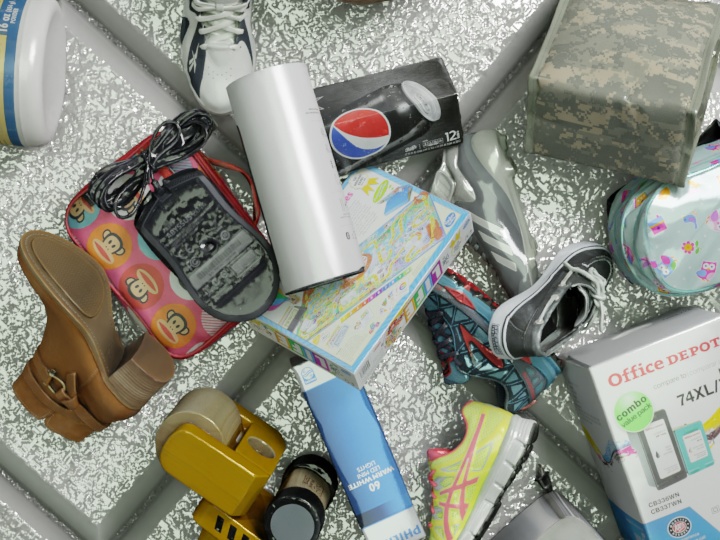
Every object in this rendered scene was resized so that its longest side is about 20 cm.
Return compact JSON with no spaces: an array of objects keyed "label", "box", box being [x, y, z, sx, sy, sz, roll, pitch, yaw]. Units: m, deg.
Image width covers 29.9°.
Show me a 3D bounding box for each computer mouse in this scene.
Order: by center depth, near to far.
[{"label":"computer mouse","box":[-0.148,-0.039,1.269,0.138,0.053,0.201,-36,84,-7]}]

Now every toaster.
[{"label":"toaster","box":[0.190,0.334,1.334,0.181,0.119,0.200,-43,93,-1]}]

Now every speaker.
[{"label":"speaker","box":[-0.059,-0.085,1.235,0.080,0.081,0.203,-16,89,-2]}]

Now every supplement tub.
[{"label":"supplement tub","box":[-0.388,-0.197,1.277,0.197,0.145,0.147,5,92,-3]}]

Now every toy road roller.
[{"label":"toy road roller","box":[-0.127,0.227,1.317,0.199,0.123,0.147,36,104,-1]}]

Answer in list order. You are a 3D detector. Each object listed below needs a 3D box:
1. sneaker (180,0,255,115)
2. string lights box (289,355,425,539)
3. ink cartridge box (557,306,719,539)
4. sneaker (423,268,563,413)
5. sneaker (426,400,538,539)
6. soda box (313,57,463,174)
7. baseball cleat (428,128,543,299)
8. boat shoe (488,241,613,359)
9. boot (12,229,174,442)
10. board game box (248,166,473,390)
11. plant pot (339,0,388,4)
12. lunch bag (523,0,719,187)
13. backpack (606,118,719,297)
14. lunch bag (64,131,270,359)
[{"label":"sneaker","box":[-0.136,-0.254,1.295,0.078,0.130,0.202,8,92,-2]},{"label":"string lights box","box":[-0.004,0.171,1.327,0.058,0.103,0.202,-23,92,-3]},{"label":"ink cartridge box","box":[0.304,0.155,1.319,0.145,0.146,0.202,-21,92,-2]},{"label":"sneaker","box":[0.104,0.068,1.342,0.199,0.079,0.096,39,92,-3]},{"label":"sneaker","box":[0.098,0.219,1.350,0.090,0.078,0.202,30,98,13]},{"label":"soda box","box":[-0.003,-0.144,1.323,0.197,0.071,0.064,-15,133,-1]},{"label":"baseball cleat","box":[0.125,-0.037,1.354,0.105,0.070,0.203,-13,90,14]},{"label":"boat shoe","box":[0.203,0.028,1.298,0.068,0.198,0.075,3,110,41]},{"label":"boot","box":[-0.288,0.069,1.300,0.155,0.077,0.200,-33,110,34]},{"label":"board game box","box":[0.000,0.000,1.293,0.134,0.034,0.201,27,67,25]},{"label":"plant pot","box":[0.000,-0.323,1.297,0.198,0.093,0.203,11,52,-14]},{"label":"lunch bag","box":[0.258,-0.195,1.296,0.162,0.118,0.201,14,52,16]},{"label":"backpack","box":[0.341,-0.055,1.323,0.198,0.127,0.169,-19,93,-4]},{"label":"lunch bag","box":[-0.173,-0.032,1.329,0.176,0.082,0.201,-39,95,-5]}]
